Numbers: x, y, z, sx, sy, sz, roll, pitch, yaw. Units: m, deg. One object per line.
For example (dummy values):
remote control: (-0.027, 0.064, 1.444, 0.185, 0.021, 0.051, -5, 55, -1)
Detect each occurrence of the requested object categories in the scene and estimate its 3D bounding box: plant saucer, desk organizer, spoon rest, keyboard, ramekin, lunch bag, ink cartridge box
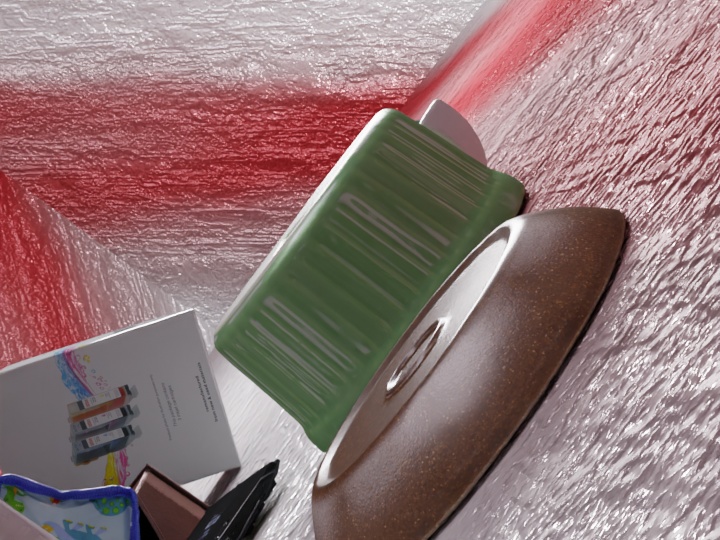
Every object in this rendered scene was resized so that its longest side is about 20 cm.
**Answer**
plant saucer: (0.035, 0.046, 0.703, 0.201, 0.037, 0.200, -53, 4, 5)
desk organizer: (-0.198, 0.253, 1.326, 0.200, 0.072, 0.077, -51, 7, 32)
spoon rest: (0.035, -0.017, 1.138, 0.201, 0.060, 0.099, -67, -6, 36)
keyboard: (-0.109, 0.198, 1.152, 0.127, 0.021, 0.200, -54, 3, -23)
ramekin: (0.000, 0.000, 1.002, 0.200, 0.098, 0.200, -53, 4, 6)
lunch bag: (-0.217, 0.259, 1.140, 0.170, 0.127, 0.201, 130, 145, -59)
ink cartridge box: (-0.222, 0.131, 1.483, 0.199, 0.145, 0.145, -17, 1, -7)

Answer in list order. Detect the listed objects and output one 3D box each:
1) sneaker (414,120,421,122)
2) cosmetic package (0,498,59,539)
sneaker: (0.029, -0.033, 1.242, 0.080, 0.072, 0.200, -17, -30, -30)
cosmetic package: (-0.104, 0.165, 0.391, 0.200, 0.165, 0.165, -55, 5, -15)
